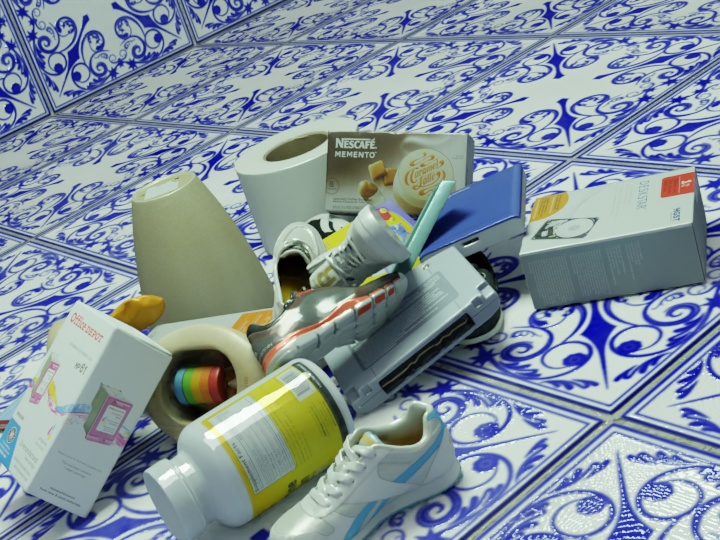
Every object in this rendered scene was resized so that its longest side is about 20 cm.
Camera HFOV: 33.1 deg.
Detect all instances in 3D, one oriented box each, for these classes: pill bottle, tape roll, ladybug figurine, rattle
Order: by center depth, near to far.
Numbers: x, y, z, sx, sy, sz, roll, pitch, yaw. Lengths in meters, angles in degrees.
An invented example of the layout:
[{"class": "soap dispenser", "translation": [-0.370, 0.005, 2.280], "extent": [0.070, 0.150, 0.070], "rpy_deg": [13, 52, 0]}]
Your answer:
[{"class": "pill bottle", "translation": [-0.110, 0.181, 1.199], "extent": [0.199, 0.113, 0.112], "rpy_deg": [-31, 25, -24]}, {"class": "ladybug figurine", "translation": [-0.165, 0.128, 1.363], "extent": [0.197, 0.138, 0.072], "rpy_deg": [-1, 1, 34]}, {"class": "rattle", "translation": [-0.316, 0.132, 1.486], "extent": [0.140, 0.132, 0.201], "rpy_deg": [-4, 28, 3]}, {"class": "tape roll", "translation": [-0.077, -0.128, 1.840], "extent": [0.200, 0.141, 0.203], "rpy_deg": [-17, 22, 7]}]

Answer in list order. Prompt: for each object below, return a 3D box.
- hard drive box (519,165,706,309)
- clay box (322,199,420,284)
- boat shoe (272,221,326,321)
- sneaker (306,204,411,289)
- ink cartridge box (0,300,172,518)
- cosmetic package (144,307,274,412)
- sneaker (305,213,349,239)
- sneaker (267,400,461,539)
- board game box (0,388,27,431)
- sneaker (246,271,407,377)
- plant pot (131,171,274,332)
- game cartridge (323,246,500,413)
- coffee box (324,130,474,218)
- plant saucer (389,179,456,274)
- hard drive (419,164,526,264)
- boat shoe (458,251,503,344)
[{"class": "hard drive box", "translation": [0.297, -0.038, 1.408], "extent": [0.197, 0.078, 0.156], "rpy_deg": [-11, 25, 21]}, {"class": "clay box", "translation": [0.000, 0.000, 1.539], "extent": [0.199, 0.048, 0.115], "rpy_deg": [-32, 59, -28]}, {"class": "boat shoe", "translation": [-0.075, -0.003, 1.450], "extent": [0.070, 0.071, 0.202], "rpy_deg": [6, 41, 0]}, {"class": "sneaker", "translation": [-0.007, -0.009, 1.365], "extent": [0.115, 0.074, 0.200], "rpy_deg": [-38, -6, 1]}, {"class": "ink cartridge box", "translation": [-0.311, 0.149, 1.351], "extent": [0.144, 0.084, 0.202], "rpy_deg": [18, 77, 57]}, {"class": "cosmetic package", "translation": [-0.179, 0.109, 1.476], "extent": [0.197, 0.072, 0.102], "rpy_deg": [-10, 24, 25]}, {"class": "sneaker", "translation": [-0.051, -0.019, 1.656], "extent": [0.111, 0.074, 0.198], "rpy_deg": [-33, 27, -33]}, {"class": "sneaker", "translation": [-0.003, 0.195, 1.120], "extent": [0.198, 0.082, 0.076], "rpy_deg": [-30, 26, -19]}, {"class": "board game box", "translation": [-0.395, 0.150, 1.631], "extent": [0.102, 0.020, 0.200], "rpy_deg": [-8, 25, 31]}, {"class": "sneaker", "translation": [-0.037, 0.040, 1.310], "extent": [0.198, 0.078, 0.082], "rpy_deg": [-28, 60, -28]}, {"class": "plant pot", "translation": [-0.234, -0.024, 1.653], "extent": [0.185, 0.202, 0.188], "rpy_deg": [-16, 23, 7]}, {"class": "game cartridge", "translation": [0.052, 0.062, 1.356], "extent": [0.199, 0.041, 0.134], "rpy_deg": [-38, 35, 1]}, {"class": "coffee box", "translation": [0.055, -0.132, 1.685], "extent": [0.197, 0.116, 0.080], "rpy_deg": [4, -1, 13]}, {"class": "plant saucer", "translation": [0.059, -0.020, 1.470], "extent": [0.202, 0.019, 0.070], "rpy_deg": [-62, 4, -11]}, {"class": "hard drive", "translation": [0.143, -0.068, 1.504], "extent": [0.130, 0.026, 0.200], "rpy_deg": [-24, 17, 16]}, {"class": "boat shoe", "translation": [0.127, 0.018, 1.433], "extent": [0.073, 0.067, 0.200], "rpy_deg": [-13, 23, 14]}]
